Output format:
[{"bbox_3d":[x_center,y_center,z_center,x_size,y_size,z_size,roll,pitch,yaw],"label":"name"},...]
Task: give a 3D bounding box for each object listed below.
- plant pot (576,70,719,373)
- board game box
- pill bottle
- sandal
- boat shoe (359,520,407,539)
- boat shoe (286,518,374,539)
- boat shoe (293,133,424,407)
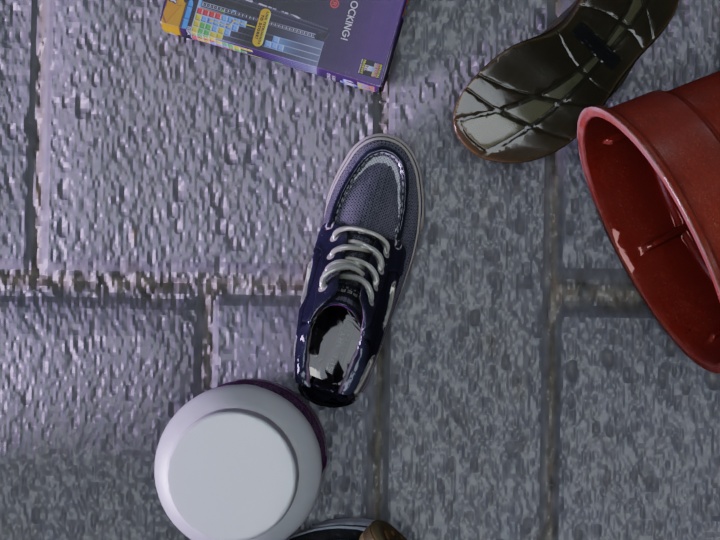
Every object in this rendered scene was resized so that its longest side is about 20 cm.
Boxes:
[{"bbox_3d":[0.281,-0.064,1.397,0.195,0.201,0.201,-27,88,-8],"label":"plant pot"},{"bbox_3d":[-0.036,-0.244,1.464,0.165,0.057,0.200,16,89,2],"label":"board game box"},{"bbox_3d":[-0.080,0.131,1.383,0.112,0.200,0.113,0,88,1],"label":"pill bottle"},{"bbox_3d":[0.145,-0.148,1.465,0.082,0.055,0.200,44,75,-4],"label":"sandal"},{"bbox_3d":[0.049,0.263,1.435,0.068,0.072,0.200,-38,106,10],"label":"boat shoe"},{"bbox_3d":[-0.063,0.223,1.446,0.200,0.068,0.072,-11,89,0],"label":"boat shoe"},{"bbox_3d":[0.000,0.000,1.438,0.075,0.093,0.200,11,89,1],"label":"boat shoe"}]
